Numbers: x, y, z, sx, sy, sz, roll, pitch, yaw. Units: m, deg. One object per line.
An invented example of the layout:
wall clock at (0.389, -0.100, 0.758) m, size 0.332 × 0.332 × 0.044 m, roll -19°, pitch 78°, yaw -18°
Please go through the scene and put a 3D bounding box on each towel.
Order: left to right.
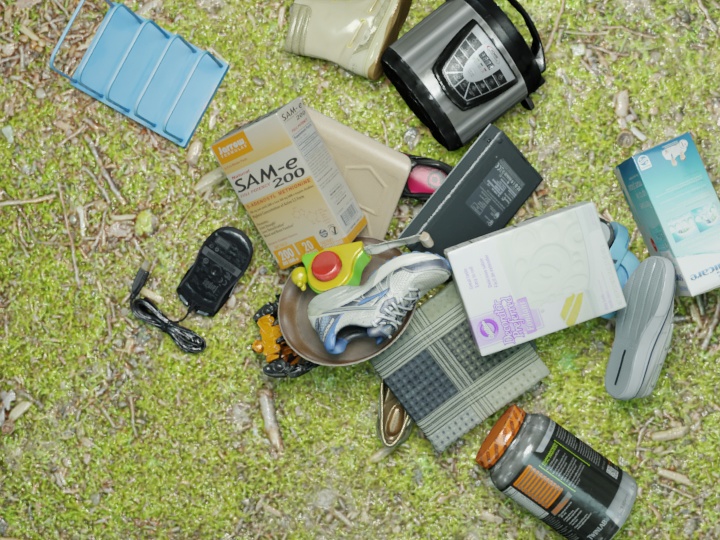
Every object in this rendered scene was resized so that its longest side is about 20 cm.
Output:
towel at (0.133, 0.122, 1.328) m, size 0.200 × 0.035 × 0.193 m, roll -36°, pitch 100°, yaw 7°

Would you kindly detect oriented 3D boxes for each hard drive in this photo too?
hard drive at (0.154, -0.085, 1.337) m, size 0.200 × 0.139 × 0.033 m, roll -51°, pitch 48°, yaw 2°

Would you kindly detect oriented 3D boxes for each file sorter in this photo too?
file sorter at (-0.316, -0.291, 1.379) m, size 0.200 × 0.123 × 0.139 m, roll 29°, pitch 91°, yaw 5°

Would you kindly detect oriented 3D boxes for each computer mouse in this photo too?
computer mouse at (-0.247, 0.008, 1.409) m, size 0.140 × 0.046 × 0.200 m, roll 29°, pitch 103°, yaw 0°

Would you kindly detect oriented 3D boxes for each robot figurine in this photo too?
robot figurine at (-0.058, 0.081, 1.367) m, size 0.199 × 0.058 × 0.145 m, roll -21°, pitch 51°, yaw 7°

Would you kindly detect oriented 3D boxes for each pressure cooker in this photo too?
pressure cooker at (0.148, -0.286, 1.318) m, size 0.200 × 0.176 × 0.179 m, roll -37°, pitch 61°, yaw 2°

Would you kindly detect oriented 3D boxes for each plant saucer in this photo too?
plant saucer at (-0.014, 0.045, 1.316) m, size 0.199 × 0.032 × 0.201 m, roll -10°, pitch 55°, yaw 15°

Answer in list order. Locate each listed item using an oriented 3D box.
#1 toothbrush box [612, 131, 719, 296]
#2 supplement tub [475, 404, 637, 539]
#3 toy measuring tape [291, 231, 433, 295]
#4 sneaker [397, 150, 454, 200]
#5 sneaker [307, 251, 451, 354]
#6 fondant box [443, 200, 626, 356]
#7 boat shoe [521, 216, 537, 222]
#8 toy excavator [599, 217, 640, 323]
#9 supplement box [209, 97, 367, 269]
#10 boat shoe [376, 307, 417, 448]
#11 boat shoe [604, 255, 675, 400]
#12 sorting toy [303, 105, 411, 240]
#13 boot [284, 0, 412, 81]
toothbrush box at (0.428, -0.071, 1.306) m, size 0.085 × 0.146 × 0.201 m, roll -24°, pitch 88°, yaw 4°
supplement tub at (0.265, 0.280, 1.324) m, size 0.200 × 0.123 × 0.123 m, roll 36°, pitch 92°, yaw 4°
toy measuring tape at (0.000, 0.000, 1.275) m, size 0.199 × 0.074 × 0.074 m, roll -11°, pitch 88°, yaw 18°
sneaker at (0.049, -0.141, 1.367) m, size 0.199 × 0.084 × 0.077 m, roll 5°, pitch 89°, yaw 4°
sneaker at (0.032, 0.049, 1.237) m, size 0.199 × 0.077 × 0.085 m, roll -27°, pitch 53°, yaw 14°
fondant box at (0.225, 0.010, 1.258) m, size 0.199 × 0.058 × 0.145 m, roll -19°, pitch 96°, yaw 3°
boat shoe at (0.197, 0.004, 1.356) m, size 0.200 × 0.060 × 0.074 m, roll -52°, pitch 52°, yaw 5°
toy excavator at (0.350, 0.041, 1.342) m, size 0.199 × 0.100 × 0.195 m, roll 27°, pitch 92°, yaw -4°
supplement box at (-0.097, -0.116, 1.315) m, size 0.126 × 0.074 × 0.200 m, roll -20°, pitch 108°, yaw 32°
boat shoe at (0.063, 0.152, 1.371) m, size 0.073 × 0.063 × 0.201 m, roll 7°, pitch 89°, yaw 5°
boat shoe at (0.382, 0.077, 1.293) m, size 0.067 × 0.074 × 0.201 m, roll 6°, pitch 109°, yaw -31°
sorting toy at (-0.037, -0.112, 1.358) m, size 0.185 × 0.036 × 0.200 m, roll 27°, pitch 125°, yaw 8°
boot at (-0.012, -0.381, 1.383) m, size 0.155 × 0.073 × 0.201 m, roll 18°, pitch 81°, yaw 14°
